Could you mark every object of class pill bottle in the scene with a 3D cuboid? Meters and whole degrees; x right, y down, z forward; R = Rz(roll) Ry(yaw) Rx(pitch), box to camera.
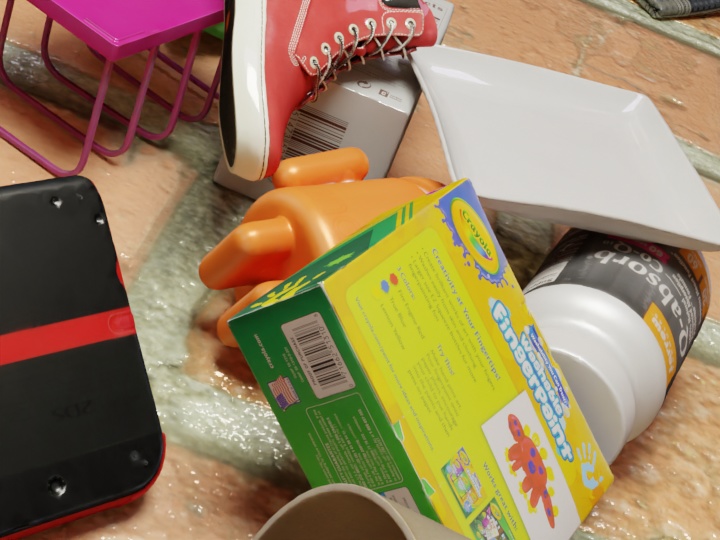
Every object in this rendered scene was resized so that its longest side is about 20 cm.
[{"bbox_3d":[0.152,0.046,0.961,0.116,0.116,0.200,30,34,10],"label":"pill bottle"}]

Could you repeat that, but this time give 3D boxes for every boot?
[{"bbox_3d":[-0.018,-0.136,0.963,0.144,0.072,0.200,9,53,-11],"label":"boot"}]

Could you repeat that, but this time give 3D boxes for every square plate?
[{"bbox_3d":[0.133,-0.081,1.000,0.200,0.028,0.198,10,34,-18],"label":"square plate"}]

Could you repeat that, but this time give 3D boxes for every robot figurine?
[{"bbox_3d":[0.000,0.002,0.935,0.200,0.117,0.144,-8,33,-37],"label":"robot figurine"}]

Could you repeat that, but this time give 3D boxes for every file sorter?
[{"bbox_3d":[-0.173,-0.168,1.055,0.139,0.125,0.200,36,36,16],"label":"file sorter"}]

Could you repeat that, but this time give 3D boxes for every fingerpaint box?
[{"bbox_3d":[0.039,0.074,0.807,0.167,0.073,0.200,-37,103,-52],"label":"fingerpaint box"}]

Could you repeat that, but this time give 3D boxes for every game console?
[{"bbox_3d":[-0.196,0.050,0.736,0.200,0.031,0.177,-13,86,-43],"label":"game console"}]

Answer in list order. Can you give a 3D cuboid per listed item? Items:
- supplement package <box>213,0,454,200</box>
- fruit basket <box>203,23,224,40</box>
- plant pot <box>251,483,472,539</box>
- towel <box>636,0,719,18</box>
[{"bbox_3d":[-0.016,-0.135,1.111,0.117,0.117,0.200,22,33,0],"label":"supplement package"},{"bbox_3d":[-0.135,-0.290,1.209,0.216,0.155,0.216,49,11,-13],"label":"fruit basket"},{"bbox_3d":[0.054,0.208,0.646,0.200,0.187,0.187,21,31,-29],"label":"plant pot"},{"bbox_3d":[0.332,-0.351,1.703,0.192,0.035,0.200,-15,52,-39],"label":"towel"}]
